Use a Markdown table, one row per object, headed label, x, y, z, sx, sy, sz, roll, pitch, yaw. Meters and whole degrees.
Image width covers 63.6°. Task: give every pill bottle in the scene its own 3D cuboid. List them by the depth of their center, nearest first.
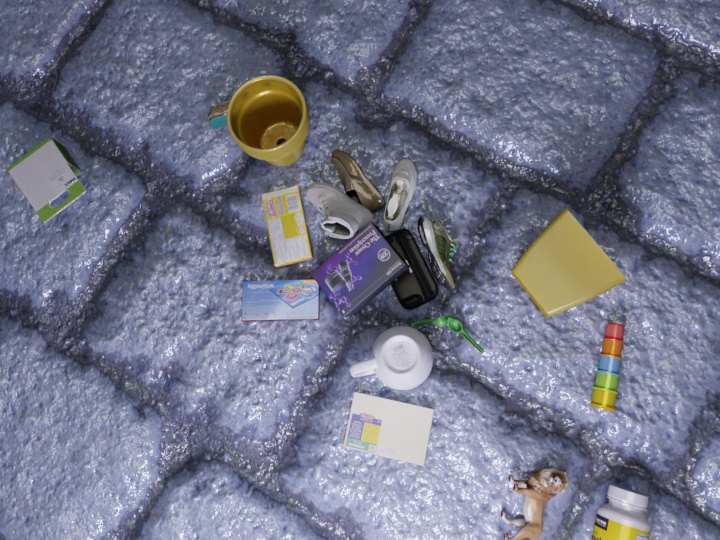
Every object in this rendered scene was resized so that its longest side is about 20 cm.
| label | x | y | z | sx | sy | sz | roll | pitch | yaw |
| --- | --- | --- | --- | --- | --- | --- | --- | --- | --- |
| pill bottle | 0.564 | 0.578 | 1.259 | 0.111 | 0.111 | 0.201 | 15 | 79 | 8 |

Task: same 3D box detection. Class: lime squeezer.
| label | x | y | z | sx | sy | sz | roll | pitch | yaw |
| --- | --- | --- | --- | --- | --- | --- | --- | --- | --- |
| lime squeezer | 0.208 | 0.141 | 1.403 | 0.199 | 0.038 | 0.071 | 22 | 59 | -16 |

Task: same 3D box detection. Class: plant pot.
| label | x | y | z | sx | sy | sz | roll | pitch | yaw |
| --- | --- | --- | --- | --- | --- | --- | --- | --- | --- |
| plant pot | 0.464 | 0.002 | 1.355 | 0.176 | 0.200 | 0.200 | -38 | 77 | 9 |
| plant pot | -0.219 | -0.361 | 1.487 | 0.199 | 0.189 | 0.202 | -1 | 78 | 6 |

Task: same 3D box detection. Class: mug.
| label | x | y | z | sx | sy | sz | roll | pitch | yaw |
| --- | --- | --- | --- | --- | --- | --- | --- | --- | --- |
| mug | 0.071 | 0.209 | 1.349 | 0.199 | 0.175 | 0.149 | -16 | 77 | 2 |

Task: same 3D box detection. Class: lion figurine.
| label | x | y | z | sx | sy | sz | roll | pitch | yaw |
| --- | --- | --- | --- | --- | --- | --- | --- | --- | --- |
| lion figurine | 0.391 | 0.538 | 1.313 | 0.122 | 0.072 | 0.201 | 14 | 94 | -5 |

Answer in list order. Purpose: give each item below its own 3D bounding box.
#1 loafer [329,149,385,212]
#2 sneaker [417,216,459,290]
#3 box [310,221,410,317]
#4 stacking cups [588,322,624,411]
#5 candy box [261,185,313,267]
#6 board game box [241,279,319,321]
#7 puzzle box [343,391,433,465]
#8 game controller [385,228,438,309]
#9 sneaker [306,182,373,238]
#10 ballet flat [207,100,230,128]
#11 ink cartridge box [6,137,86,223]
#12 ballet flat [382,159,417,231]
| label | x | y | z | sx | sy | sz | roll | pitch | yaw |
| --- | --- | --- | --- | --- | --- | --- | --- | --- | --- |
| loafer | -0.019 | -0.228 | 1.498 | 0.067 | 0.076 | 0.200 | -39 | 77 | -10 |
| sneaker | 0.212 | -0.052 | 1.446 | 0.088 | 0.077 | 0.201 | -17 | 79 | -7 |
| box | 0.000 | 0.000 | 1.433 | 0.200 | 0.079 | 0.141 | -41 | 79 | 7 |
| stacking cups | 0.587 | 0.225 | 1.361 | 0.060 | 0.061 | 0.201 | 16 | 77 | 8 |
| candy box | -0.192 | -0.116 | 1.517 | 0.101 | 0.026 | 0.201 | -13 | 77 | 5 |
| board game box | -0.204 | 0.076 | 1.483 | 0.198 | 0.019 | 0.104 | -1 | 80 | 5 |
| puzzle box | 0.067 | 0.377 | 1.392 | 0.199 | 0.025 | 0.134 | 11 | 80 | 8 |
| game controller | 0.115 | -0.005 | 1.464 | 0.104 | 0.042 | 0.201 | -28 | 76 | 14 |
| sneaker | -0.077 | -0.151 | 1.458 | 0.199 | 0.074 | 0.115 | 29 | 38 | 20 |
| ballet flat | -0.321 | -0.443 | 1.579 | 0.198 | 0.071 | 0.066 | -10 | 63 | 0 |
| ink cartridge box | -0.835 | -0.235 | 1.579 | 0.148 | 0.076 | 0.200 | -38 | 79 | -3 |
| ballet flat | 0.100 | -0.199 | 1.486 | 0.069 | 0.069 | 0.201 | 14 | 80 | 8 |
